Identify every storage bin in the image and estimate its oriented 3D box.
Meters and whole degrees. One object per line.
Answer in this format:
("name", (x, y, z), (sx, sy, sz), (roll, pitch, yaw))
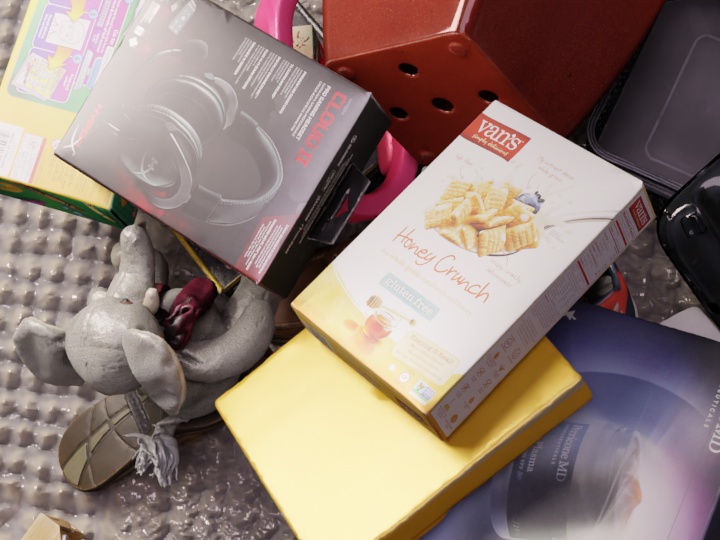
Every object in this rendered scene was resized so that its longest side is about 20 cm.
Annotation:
("storage bin", (0.269, -0.142, 1.214), (0.134, 0.094, 0.202), (25, 81, 13))

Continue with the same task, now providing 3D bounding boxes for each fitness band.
("fitness band", (-0.016, -0.134, 1.182), (0.037, 0.143, 0.203), (-19, 70, 43))

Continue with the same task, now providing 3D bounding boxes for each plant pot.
("plant pot", (0.084, -0.189, 1.143), (0.198, 0.200, 0.178), (-5, 55, 42))

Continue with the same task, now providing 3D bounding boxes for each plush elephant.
("plush elephant", (-0.156, 0.041, 1.137), (0.163, 0.155, 0.202), (7, 71, 23))

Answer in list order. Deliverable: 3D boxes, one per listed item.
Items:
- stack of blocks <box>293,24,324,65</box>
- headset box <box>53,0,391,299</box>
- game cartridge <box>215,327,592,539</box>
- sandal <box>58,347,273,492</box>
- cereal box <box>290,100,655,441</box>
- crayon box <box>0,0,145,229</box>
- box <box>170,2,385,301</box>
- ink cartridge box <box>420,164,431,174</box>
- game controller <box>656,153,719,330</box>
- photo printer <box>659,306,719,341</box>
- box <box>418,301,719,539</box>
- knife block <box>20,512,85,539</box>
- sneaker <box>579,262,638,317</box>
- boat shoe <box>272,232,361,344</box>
("stack of blocks", (-0.126, -0.118, 1.231), (0.197, 0.059, 0.117), (-5, 76, 8))
("headset box", (-0.086, -0.087, 1.082), (0.199, 0.077, 0.150), (32, 89, 16))
("game cartridge", (0.022, 0.083, 1.002), (0.199, 0.033, 0.177), (-38, 47, -1))
("sandal", (-0.147, 0.113, 1.230), (0.199, 0.054, 0.082), (-36, 63, 13))
("cereal box", (0.070, -0.006, 0.995), (0.200, 0.040, 0.143), (-46, 48, -11))
("crayon box", (-0.202, -0.145, 1.188), (0.117, 0.058, 0.202), (15, 80, 12))
("box", (-0.079, -0.098, 1.275), (0.199, 0.049, 0.160), (-39, 72, -3))
("ink cartridge box", (0.049, 0.030, 1.132), (0.067, 0.115, 0.203), (16, 92, 0))
("game controller", (0.300, 0.004, 1.149), (0.104, 0.042, 0.200), (-44, 113, -11))
("photo printer", (0.204, 0.136, 1.135), (0.198, 0.070, 0.167), (-27, 55, -6))
("box", (0.146, 0.136, 1.022), (0.196, 0.124, 0.201), (16, 64, 24))
("knife block", (-0.290, 0.301, 1.192), (0.173, 0.064, 0.203), (-11, 74, 4))
("sneaker", (0.140, -0.029, 1.197), (0.075, 0.085, 0.200), (-40, 62, -2))
("boat shoe", (0.000, 0.000, 1.227), (0.198, 0.068, 0.073), (-20, 74, 3))
